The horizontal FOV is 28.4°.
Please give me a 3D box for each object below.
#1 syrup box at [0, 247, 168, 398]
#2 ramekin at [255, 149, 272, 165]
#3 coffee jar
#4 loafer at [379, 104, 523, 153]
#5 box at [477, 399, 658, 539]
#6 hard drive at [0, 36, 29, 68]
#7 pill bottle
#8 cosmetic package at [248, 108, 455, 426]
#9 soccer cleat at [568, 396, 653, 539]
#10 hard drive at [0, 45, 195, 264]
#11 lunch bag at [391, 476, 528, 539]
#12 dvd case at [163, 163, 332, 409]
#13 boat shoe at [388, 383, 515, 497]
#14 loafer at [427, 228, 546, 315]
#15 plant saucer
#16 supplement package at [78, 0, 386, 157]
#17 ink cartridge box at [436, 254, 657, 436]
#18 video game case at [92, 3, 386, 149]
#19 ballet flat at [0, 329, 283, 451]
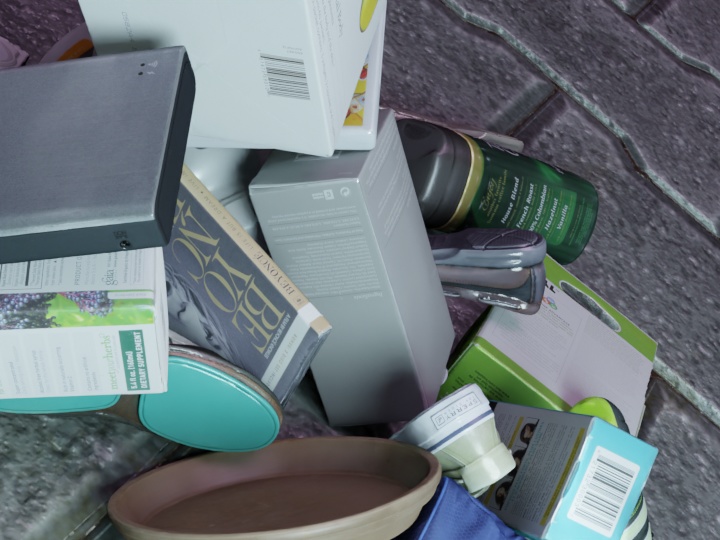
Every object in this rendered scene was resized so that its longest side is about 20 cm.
[{"bbox_3d":[-0.212,0.021,0.813,0.198,0.079,0.082,-2,47,-5],"label":"syrup box"},{"bbox_3d":[-0.093,-0.173,1.122,0.094,0.203,0.203,-30,66,-8],"label":"ramekin"},{"bbox_3d":[0.105,-0.068,1.231,0.199,0.086,0.104,14,9,-37],"label":"coffee jar"},{"bbox_3d":[0.060,-0.108,1.286,0.199,0.063,0.072,9,10,-31],"label":"loafer"},{"bbox_3d":[0.120,0.137,0.945,0.049,0.083,0.200,27,-8,-11],"label":"box"},{"bbox_3d":[-0.305,-0.153,0.970,0.139,0.038,0.200,28,13,-13],"label":"hard drive"},{"bbox_3d":[-0.143,-0.081,1.028,0.116,0.117,0.200,-18,64,-49],"label":"pill bottle"},{"bbox_3d":[0.000,0.000,1.000,0.089,0.201,0.107,-4,30,18],"label":"cosmetic package"},{"bbox_3d":[0.181,0.192,1.018,0.081,0.067,0.202,11,70,-50],"label":"soccer cleat"},{"bbox_3d":[-0.197,-0.060,0.788,0.198,0.033,0.140,-6,46,9],"label":"hard drive"},{"bbox_3d":[0.050,0.230,0.833,0.132,0.136,0.200,39,33,-1],"label":"lunch bag"},{"bbox_3d":[-0.111,0.007,0.932,0.200,0.149,0.016,47,51,13],"label":"dvd case"},{"bbox_3d":[0.058,0.125,0.946,0.072,0.200,0.062,-27,79,-7],"label":"boat shoe"},{"bbox_3d":[0.044,0.004,1.090,0.198,0.064,0.072,1,20,18],"label":"loafer"},{"bbox_3d":[-0.050,0.137,0.843,0.199,0.199,0.030,-15,102,-48],"label":"plant saucer"},{"bbox_3d":[-0.067,-0.206,0.901,0.149,0.152,0.201,10,58,12],"label":"supplement package"},{"bbox_3d":[0.153,0.082,1.144,0.147,0.076,0.200,38,30,0],"label":"ink cartridge box"},{"bbox_3d":[-0.083,-0.161,0.979,0.198,0.023,0.183,1,57,5],"label":"video game case"},{"bbox_3d":[-0.145,0.063,0.901,0.198,0.068,0.069,14,27,-20],"label":"ballet flat"}]
